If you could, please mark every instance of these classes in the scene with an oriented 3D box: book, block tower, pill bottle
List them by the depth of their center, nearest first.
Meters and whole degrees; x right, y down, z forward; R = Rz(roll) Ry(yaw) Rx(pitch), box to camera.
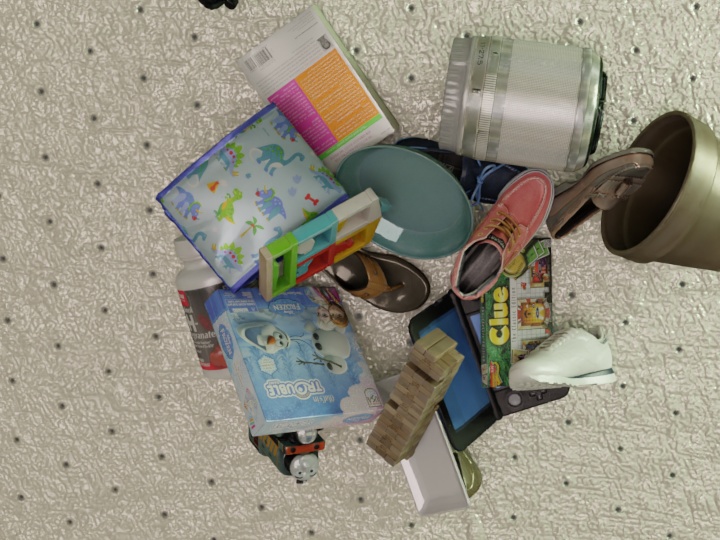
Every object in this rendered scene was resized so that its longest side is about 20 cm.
[{"bbox_3d":[0.071,0.173,1.704,0.054,0.058,0.200,38,128,21],"label":"block tower"},{"bbox_3d":[-0.058,-0.238,1.741,0.134,0.048,0.200,-33,97,17],"label":"book"},{"bbox_3d":[-0.193,0.041,1.790,0.111,0.111,0.200,-14,101,10],"label":"pill bottle"}]

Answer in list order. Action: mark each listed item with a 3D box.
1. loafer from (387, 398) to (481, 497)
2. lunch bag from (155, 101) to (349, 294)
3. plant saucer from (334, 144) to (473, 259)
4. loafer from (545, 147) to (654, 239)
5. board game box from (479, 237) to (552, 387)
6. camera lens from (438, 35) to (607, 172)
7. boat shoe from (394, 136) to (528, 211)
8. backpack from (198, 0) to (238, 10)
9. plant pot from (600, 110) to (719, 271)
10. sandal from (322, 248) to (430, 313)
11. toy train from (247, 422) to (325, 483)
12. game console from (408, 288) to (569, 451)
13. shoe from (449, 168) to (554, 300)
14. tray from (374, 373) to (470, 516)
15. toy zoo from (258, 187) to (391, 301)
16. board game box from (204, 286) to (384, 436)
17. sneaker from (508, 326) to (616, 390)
[{"bbox_3d":[0.103,0.246,1.824,0.076,0.067,0.200,-39,96,14],"label":"loafer"},{"bbox_3d":[-0.144,-0.091,1.710,0.200,0.127,0.170,-39,85,-16],"label":"lunch bag"},{"bbox_3d":[0.062,-0.099,1.723,0.200,0.036,0.200,16,140,14],"label":"plant saucer"},{"bbox_3d":[0.309,-0.096,1.665,0.072,0.200,0.063,8,69,-28],"label":"loafer"},{"bbox_3d":[0.212,0.057,1.749,0.105,0.023,0.200,-3,93,-19],"label":"board game box"},{"bbox_3d":[0.209,-0.214,1.653,0.200,0.160,0.160,8,104,5],"label":"camera lens"},{"bbox_3d":[0.136,-0.124,1.731,0.200,0.069,0.084,10,105,5],"label":"boat shoe"},{"bbox_3d":[-0.158,-0.454,1.660,0.200,0.127,0.167,-35,109,12],"label":"backpack"},{"bbox_3d":[0.436,-0.080,1.658,0.173,0.200,0.200,24,106,-16],"label":"plant pot"},{"bbox_3d":[0.000,0.000,1.782,0.200,0.055,0.082,32,111,-2],"label":"sandal"},{"bbox_3d":[-0.104,0.216,1.786,0.085,0.200,0.114,-7,107,-22],"label":"toy train"},{"bbox_3d":[0.179,0.120,1.759,0.171,0.118,0.200,-19,101,11],"label":"game console"},{"bbox_3d":[0.185,-0.045,1.668,0.071,0.091,0.200,36,96,1],"label":"shoe"},{"bbox_3d":[0.088,0.235,1.769,0.107,0.022,0.200,-23,86,50],"label":"tray"},{"bbox_3d":[-0.043,-0.040,1.684,0.200,0.131,0.020,-30,70,-17],"label":"toy zoo"},{"bbox_3d":[-0.086,0.115,1.714,0.043,0.200,0.199,-45,58,41],"label":"board game box"},{"bbox_3d":[0.264,0.118,1.723,0.076,0.200,0.081,-7,85,43],"label":"sneaker"}]
